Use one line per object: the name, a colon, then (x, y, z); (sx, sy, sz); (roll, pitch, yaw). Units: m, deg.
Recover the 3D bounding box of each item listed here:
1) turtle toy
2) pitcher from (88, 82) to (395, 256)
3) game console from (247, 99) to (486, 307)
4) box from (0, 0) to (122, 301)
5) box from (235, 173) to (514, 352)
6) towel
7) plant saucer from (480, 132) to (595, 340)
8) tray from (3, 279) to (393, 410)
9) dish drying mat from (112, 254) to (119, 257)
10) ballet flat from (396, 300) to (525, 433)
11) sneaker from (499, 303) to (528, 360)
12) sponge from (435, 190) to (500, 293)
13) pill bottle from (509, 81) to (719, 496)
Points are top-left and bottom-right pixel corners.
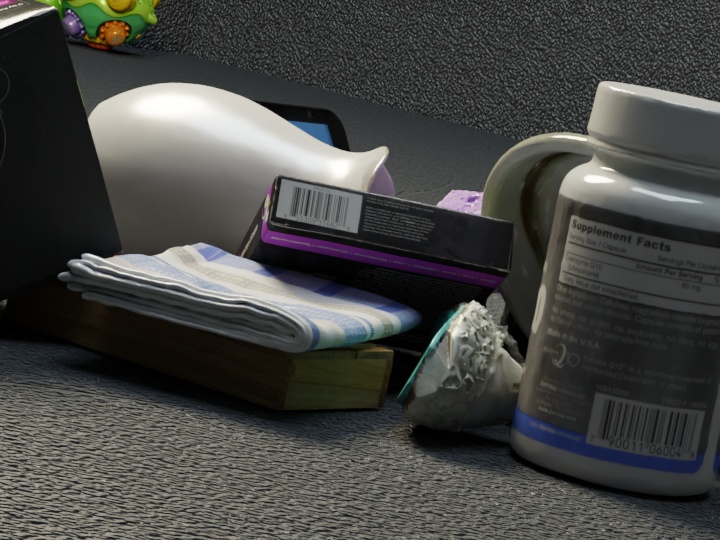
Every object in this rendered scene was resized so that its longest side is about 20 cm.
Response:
turtle toy: (-0.381, -0.370, 4.252); (0.199, 0.102, 0.146); (15, 9, 15)
pitcher: (-0.071, -0.045, 1.921); (0.199, 0.122, 0.172); (11, -12, 13)
game console: (-0.019, -0.044, 2.078); (0.172, 0.120, 0.199); (16, 8, 35)
box: (-0.242, -0.073, 1.670); (0.124, 0.149, 0.200); (-24, 23, -25)
box: (0.000, 0.000, 1.781); (0.142, 0.036, 0.200); (11, -19, -8)
towel: (-0.060, 0.013, 1.635); (0.146, 0.024, 0.200); (15, 7, 18)
plant saucer: (0.159, 0.000, 1.718); (0.199, 0.201, 0.050); (18, 45, 42)
tray: (-0.090, 0.035, 1.656); (0.199, 0.037, 0.098); (15, 7, 35)
dish drying mat: (-0.180, -0.009, 1.947); (0.199, 0.018, 0.077); (11, 10, -14)
ballet flat: (0.064, 0.054, 1.638); (0.071, 0.072, 0.200); (12, 7, 4)
sneaker: (0.149, 0.043, 1.895); (0.079, 0.074, 0.200); (19, 9, -28)
sponge: (0.131, -0.013, 1.866); (0.199, 0.030, 0.112); (5, 21, 22)
pill bottle: (0.151, 0.008, 1.574); (0.113, 0.201, 0.114); (11, 6, -1)
